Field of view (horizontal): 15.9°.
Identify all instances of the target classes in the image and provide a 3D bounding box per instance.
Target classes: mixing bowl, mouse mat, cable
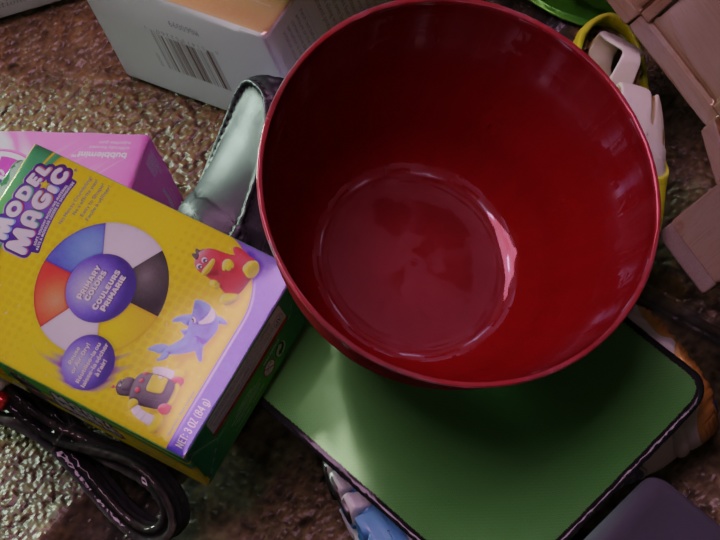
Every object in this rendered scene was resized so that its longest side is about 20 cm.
[{"bbox_3d":[0.038,-0.021,1.271,0.199,0.108,0.201,4,68,-10],"label":"mixing bowl"},{"bbox_3d":[0.053,0.056,1.307,0.161,0.008,0.200,-43,62,-13],"label":"mouse mat"},{"bbox_3d":[-0.179,0.082,1.406,0.200,0.050,0.097,53,123,16],"label":"cable"}]

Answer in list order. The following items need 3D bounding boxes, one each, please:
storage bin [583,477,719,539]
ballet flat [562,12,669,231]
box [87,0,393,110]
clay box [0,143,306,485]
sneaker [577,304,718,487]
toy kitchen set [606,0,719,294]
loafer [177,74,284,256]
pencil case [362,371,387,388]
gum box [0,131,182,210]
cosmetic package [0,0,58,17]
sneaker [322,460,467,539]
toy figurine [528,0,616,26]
[{"bbox_3d":[0.145,0.203,1.182,0.200,0.146,0.134,40,63,9],"label":"storage bin"},{"bbox_3d":[0.134,-0.080,1.384,0.067,0.067,0.200,20,28,-11],"label":"ballet flat"},{"bbox_3d":[-0.048,-0.202,1.550,0.152,0.106,0.200,20,65,30],"label":"box"},{"bbox_3d":[-0.136,0.016,1.340,0.199,0.048,0.115,25,75,23],"label":"clay box"},{"bbox_3d":[0.100,0.031,1.358,0.088,0.075,0.200,-34,52,-5],"label":"sneaker"},{"bbox_3d":[0.201,-0.131,1.294,0.163,0.180,0.200,-41,82,30],"label":"toy kitchen set"},{"bbox_3d":[-0.080,-0.009,1.392,0.068,0.070,0.202,29,106,58],"label":"loafer"},{"bbox_3d":[0.000,0.000,1.414,0.086,0.084,0.200,-51,45,28],"label":"pencil case"},{"bbox_3d":[-0.217,-0.018,1.505,0.199,0.066,0.114,2,57,20],"label":"gum box"},{"bbox_3d":[-0.276,-0.277,1.644,0.164,0.165,0.201,-15,53,9],"label":"cosmetic package"},{"bbox_3d":[0.053,0.151,1.295,0.086,0.075,0.200,-24,52,-6],"label":"sneaker"},{"bbox_3d":[0.184,-0.244,1.497,0.199,0.150,0.184,29,59,20],"label":"toy figurine"}]
